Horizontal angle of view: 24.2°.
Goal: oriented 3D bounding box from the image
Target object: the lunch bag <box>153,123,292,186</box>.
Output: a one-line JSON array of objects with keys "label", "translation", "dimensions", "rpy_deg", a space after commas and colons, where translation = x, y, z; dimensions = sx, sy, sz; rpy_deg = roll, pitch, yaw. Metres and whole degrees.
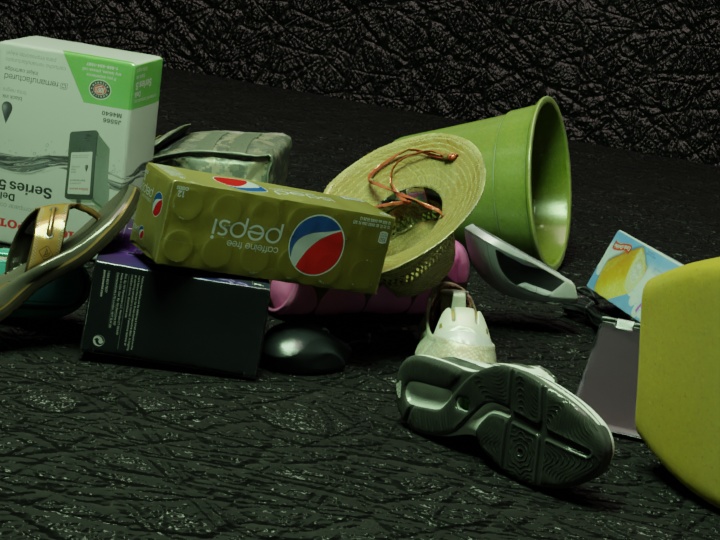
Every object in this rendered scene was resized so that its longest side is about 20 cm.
[{"label": "lunch bag", "translation": [-0.183, -0.099, 1.856], "dimensions": [0.198, 0.119, 0.164], "rpy_deg": [3, 11, 6]}]

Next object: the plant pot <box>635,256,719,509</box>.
[{"label": "plant pot", "translation": [0.307, 0.069, 1.184], "dimensions": [0.199, 0.196, 0.195], "rpy_deg": [11, 14, 40]}]

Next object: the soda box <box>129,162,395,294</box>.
[{"label": "soda box", "translation": [-0.077, -0.032, 1.330], "dimensions": [0.198, 0.068, 0.064], "rpy_deg": [9, 12, -29]}]

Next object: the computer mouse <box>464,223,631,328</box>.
[{"label": "computer mouse", "translation": [0.170, 0.014, 1.626], "dimensions": [0.199, 0.044, 0.110], "rpy_deg": [27, 6, -30]}]

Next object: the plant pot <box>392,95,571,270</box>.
[{"label": "plant pot", "translation": [0.133, -0.096, 1.957], "dimensions": [0.188, 0.202, 0.200], "rpy_deg": [-2, 7, 21]}]

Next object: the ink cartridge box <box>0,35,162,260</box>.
[{"label": "ink cartridge box", "translation": [-0.284, -0.120, 1.665], "dimensions": [0.144, 0.202, 0.084], "rpy_deg": [10, 14, 11]}]

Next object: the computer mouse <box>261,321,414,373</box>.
[{"label": "computer mouse", "translation": [-0.015, 0.055, 1.416], "dimensions": [0.058, 0.034, 0.199], "rpy_deg": [14, 12, 31]}]

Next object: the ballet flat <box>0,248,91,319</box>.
[{"label": "ballet flat", "translation": [-0.321, 0.010, 1.378], "dimensions": [0.198, 0.068, 0.070], "rpy_deg": [7, -13, -9]}]

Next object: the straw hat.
[{"label": "straw hat", "translation": [0.042, -0.028, 1.493], "dimensions": [0.199, 0.085, 0.202], "rpy_deg": [-20, 33, 14]}]

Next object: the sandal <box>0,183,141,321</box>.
[{"label": "sandal", "translation": [-0.253, -0.016, 1.313], "dimensions": [0.199, 0.055, 0.082], "rpy_deg": [-36, 13, -21]}]

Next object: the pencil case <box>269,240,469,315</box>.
[{"label": "pencil case", "translation": [0.000, 0.000, 1.578], "dimensions": [0.198, 0.092, 0.093], "rpy_deg": [4, -1, -30]}]

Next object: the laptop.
[{"label": "laptop", "translation": [0.279, 0.116, 1.389], "dimensions": [0.186, 0.117, 0.200], "rpy_deg": [12, -17, 15]}]

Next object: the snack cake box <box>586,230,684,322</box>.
[{"label": "snack cake box", "translation": [0.307, 0.036, 1.564], "dimensions": [0.114, 0.068, 0.200], "rpy_deg": [29, 5, -20]}]

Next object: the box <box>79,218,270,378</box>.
[{"label": "box", "translation": [-0.149, 0.018, 1.386], "dimensions": [0.140, 0.080, 0.200], "rpy_deg": [12, 11, -8]}]

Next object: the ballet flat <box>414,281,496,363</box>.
[{"label": "ballet flat", "translation": [0.078, 0.052, 1.424], "dimensions": [0.067, 0.063, 0.200], "rpy_deg": [7, 12, -7]}]

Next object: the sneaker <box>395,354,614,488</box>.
[{"label": "sneaker", "translation": [0.129, 0.096, 1.205], "dimensions": [0.115, 0.076, 0.200], "rpy_deg": [-4, 14, -39]}]
